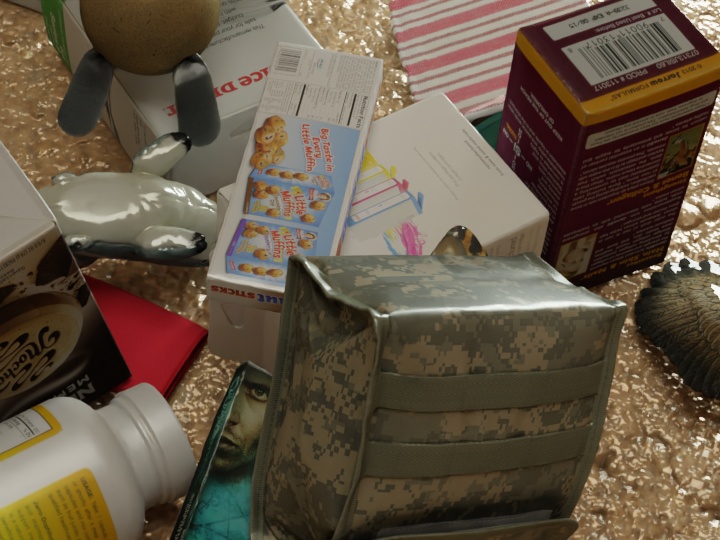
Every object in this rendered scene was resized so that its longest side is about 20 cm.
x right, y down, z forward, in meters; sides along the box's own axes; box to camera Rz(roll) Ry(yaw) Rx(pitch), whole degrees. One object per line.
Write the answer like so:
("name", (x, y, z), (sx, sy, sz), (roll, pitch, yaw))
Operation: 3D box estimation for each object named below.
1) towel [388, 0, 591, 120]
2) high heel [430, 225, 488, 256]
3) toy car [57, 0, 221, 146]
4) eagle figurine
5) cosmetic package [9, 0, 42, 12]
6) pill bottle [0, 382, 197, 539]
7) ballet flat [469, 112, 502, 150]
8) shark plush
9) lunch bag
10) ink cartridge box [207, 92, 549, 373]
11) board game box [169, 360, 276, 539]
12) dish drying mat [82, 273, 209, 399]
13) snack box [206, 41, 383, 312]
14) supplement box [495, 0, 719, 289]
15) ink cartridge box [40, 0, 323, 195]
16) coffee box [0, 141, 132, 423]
("towel", (0.101, -0.167, 1.219), (0.146, 0.030, 0.200), (-17, 35, 5))
("high heel", (0.097, 0.015, 1.036), (0.071, 0.200, 0.143), (26, 55, 32))
("toy car", (-0.139, -0.183, 1.125), (0.164, 0.158, 0.200), (3, 82, 3))
("eagle figurine", (0.277, 0.035, 1.085), (0.152, 0.151, 0.200), (-24, 69, -10))
("cosmetic package", (-0.298, -0.278, 1.283), (0.200, 0.102, 0.074), (22, 54, 13))
("pill bottle", (-0.198, 0.141, 0.966), (0.200, 0.104, 0.104), (-26, 59, -23))
("ballet flat", (0.111, -0.119, 1.225), (0.200, 0.072, 0.072), (-28, 60, -26))
("shark plush", (-0.179, -0.015, 1.087), (0.200, 0.083, 0.091), (-17, 65, -17))
("lunch bag", (0.036, 0.098, 0.894), (0.164, 0.200, 0.118), (0, 20, -30))
("ink cartridge box", (0.000, 0.000, 1.079), (0.200, 0.129, 0.125), (-26, 59, -22))
("board game box", (-0.006, 0.155, 0.958), (0.200, 0.028, 0.135), (29, 59, -17))
("dish drying mat", (-0.205, 0.029, 1.107), (0.200, 0.018, 0.077), (21, 52, 12))
("snack box", (-0.038, -0.060, 1.025), (0.072, 0.024, 0.200), (11, 52, 3))
("supplement box", (0.157, -0.079, 1.108), (0.110, 0.200, 0.086), (-20, 56, -20))
("ink cartridge box", (-0.127, -0.158, 1.215), (0.146, 0.084, 0.200), (-24, 58, -21))
("coffee box", (-0.219, 0.024, 0.980), (0.113, 0.200, 0.080), (-34, 65, -11))
